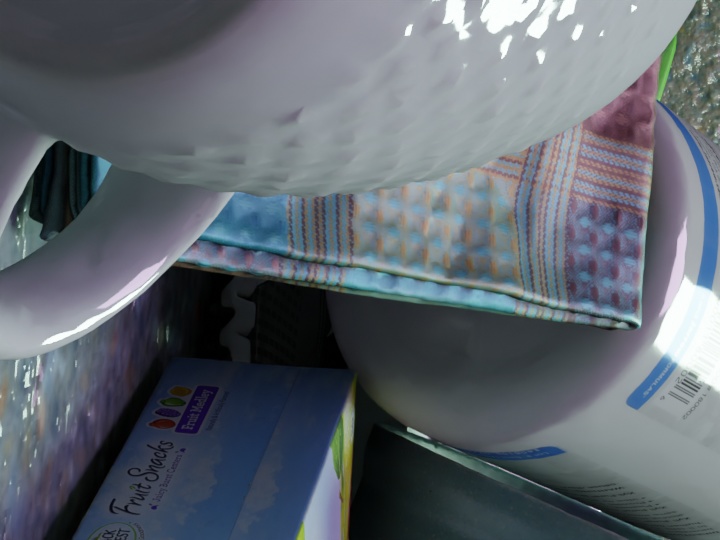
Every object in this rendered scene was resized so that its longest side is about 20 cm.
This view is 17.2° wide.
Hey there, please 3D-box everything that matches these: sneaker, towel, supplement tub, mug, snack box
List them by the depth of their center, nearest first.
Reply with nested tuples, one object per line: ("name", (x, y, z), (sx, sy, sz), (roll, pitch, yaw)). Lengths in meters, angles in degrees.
("mug", (-0.028, -0.066, 0.480), (0.200, 0.148, 0.175), (-57, 167, 18))
("towel", (0.009, -0.065, 0.640), (0.200, 0.022, 0.147), (10, 82, -37))
("snack box", (-0.046, 0.149, 0.699), (0.169, 0.068, 0.200), (-67, 160, -69))
("supplement tub", (0.091, 0.016, 0.811), (0.200, 0.132, 0.132), (28, 65, -54))
("sneaker", (0.000, 0.000, 0.848), (0.200, 0.090, 0.067), (-76, 168, -47))

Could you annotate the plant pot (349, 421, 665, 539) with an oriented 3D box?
("plant pot", (0.070, 0.151, 0.809), (0.200, 0.200, 0.134), (38, 75, -81))

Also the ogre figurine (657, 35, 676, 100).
("ogre figurine", (0.065, -0.082, 1.051), (0.200, 0.120, 0.098), (-48, -149, 18))

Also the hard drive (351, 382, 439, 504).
("hard drive", (0.021, 0.087, 0.978), (0.200, 0.025, 0.132), (32, 62, -78))
